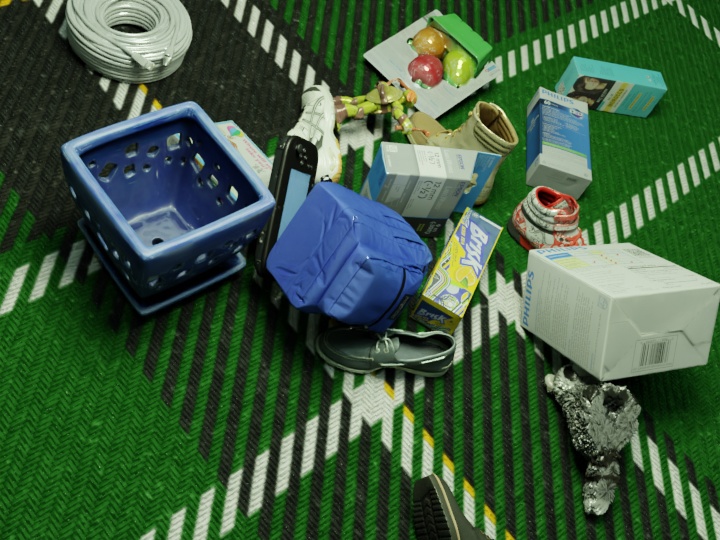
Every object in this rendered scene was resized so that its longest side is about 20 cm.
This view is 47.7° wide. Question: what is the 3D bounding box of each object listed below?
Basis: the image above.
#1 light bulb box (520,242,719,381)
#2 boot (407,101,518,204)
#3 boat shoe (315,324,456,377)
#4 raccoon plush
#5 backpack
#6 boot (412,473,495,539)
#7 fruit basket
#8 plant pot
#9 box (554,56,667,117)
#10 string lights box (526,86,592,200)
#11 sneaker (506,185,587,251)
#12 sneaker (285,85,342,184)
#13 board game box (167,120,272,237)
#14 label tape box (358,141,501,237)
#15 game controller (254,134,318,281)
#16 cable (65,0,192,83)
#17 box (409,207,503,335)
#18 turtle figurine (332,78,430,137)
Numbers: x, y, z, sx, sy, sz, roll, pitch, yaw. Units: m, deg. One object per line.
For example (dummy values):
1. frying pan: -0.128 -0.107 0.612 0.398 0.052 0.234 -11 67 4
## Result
1. light bulb box: 0.370 0.051 1.183 0.196 0.126 0.200 -4 20 -21
2. boot: 0.163 -0.227 1.340 0.072 0.156 0.201 -25 66 -31
3. boat shoe: 0.038 0.101 1.125 0.197 0.062 0.074 9 54 -13
4. raccoon plush: 0.301 0.223 1.144 0.096 0.134 0.202 24 83 -20
5. backpack: 0.000 0.000 1.099 0.199 0.163 0.168 14 32 -52
6. boot: 0.154 0.337 1.003 0.137 0.077 0.202 -11 74 -30
7. fruit basket: 0.134 -0.375 1.493 0.199 0.094 0.185 -39 74 -20
8. plant pot: -0.255 -0.071 1.066 0.199 0.180 0.200 -29 69 -32
9. box: 0.489 -0.357 1.594 0.197 0.083 0.050 5 55 -16
10. string lights box: 0.357 -0.232 1.475 0.102 0.059 0.202 16 53 -9
11. sneaker: 0.332 -0.046 1.304 0.201 0.108 0.067 44 54 13
12. sneaker: -0.085 -0.221 1.300 0.086 0.076 0.202 -1 54 -15
13. board game box: -0.179 -0.138 1.207 0.200 0.034 0.134 47 35 15
14. label tape box: 0.107 -0.118 1.251 0.197 0.144 0.067 4 54 -17
15. game controller: -0.100 -0.084 1.137 0.042 0.203 0.104 13 1 30
16. cable: -0.373 -0.395 1.323 0.198 0.069 0.201 23 51 -2
17. box: 0.147 0.000 1.234 0.070 0.065 0.201 29 51 2
18. turtle figurine: 0.031 -0.272 1.345 0.159 0.065 0.201 -12 43 -7
